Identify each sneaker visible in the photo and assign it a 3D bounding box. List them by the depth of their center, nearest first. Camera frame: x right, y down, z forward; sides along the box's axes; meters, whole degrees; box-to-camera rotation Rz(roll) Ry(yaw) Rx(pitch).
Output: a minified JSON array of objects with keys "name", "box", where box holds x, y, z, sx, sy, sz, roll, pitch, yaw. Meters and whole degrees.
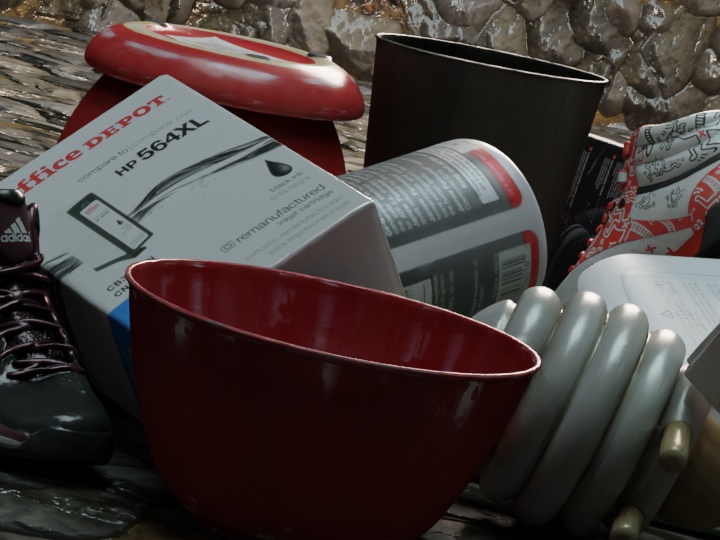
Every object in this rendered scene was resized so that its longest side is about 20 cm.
[{"name":"sneaker","box":[-0.175,0.021,1.478,0.076,0.116,0.200,7,10,-34]},{"name":"sneaker","box":[0.180,-0.023,1.954,0.067,0.201,0.108,23,43,-43]}]

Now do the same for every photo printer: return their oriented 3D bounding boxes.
[{"name":"photo printer","box":[0.231,0.058,1.823,0.200,0.069,0.166,3,33,-22]}]

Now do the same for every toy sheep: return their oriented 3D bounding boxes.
[{"name":"toy sheep","box":[0.107,0.072,1.526,0.200,0.138,0.138,31,9,1]}]

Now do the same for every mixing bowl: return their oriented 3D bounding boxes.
[{"name":"mixing bowl","box":[-0.023,0.071,1.403,0.200,0.108,0.200,11,9,-2]}]

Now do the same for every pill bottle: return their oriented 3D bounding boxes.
[{"name":"pill bottle","box":[0.000,0.000,1.734,0.200,0.114,0.114,-18,26,-35]}]

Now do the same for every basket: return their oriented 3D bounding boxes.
[{"name":"basket","box":[0.064,-0.042,1.943,0.136,0.200,0.180,18,10,37]}]

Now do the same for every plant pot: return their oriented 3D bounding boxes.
[{"name":"plant pot","box":[-0.101,-0.054,1.868,0.200,0.183,0.200,11,10,-2]}]

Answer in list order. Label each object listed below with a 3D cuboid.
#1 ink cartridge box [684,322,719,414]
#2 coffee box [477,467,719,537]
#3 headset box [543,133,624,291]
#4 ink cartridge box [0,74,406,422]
[{"name":"ink cartridge box","box":[0.282,0.071,1.484,0.146,0.083,0.200,-31,73,-39]},{"name":"coffee box","box":[0.116,0.095,1.662,0.200,0.044,0.123,14,9,7]},{"name":"headset box","box":[0.190,-0.005,2.053,0.075,0.149,0.200,14,5,-38]},{"name":"ink cartridge box","box":[-0.095,-0.006,1.582,0.146,0.084,0.200,-35,41,-21]}]
